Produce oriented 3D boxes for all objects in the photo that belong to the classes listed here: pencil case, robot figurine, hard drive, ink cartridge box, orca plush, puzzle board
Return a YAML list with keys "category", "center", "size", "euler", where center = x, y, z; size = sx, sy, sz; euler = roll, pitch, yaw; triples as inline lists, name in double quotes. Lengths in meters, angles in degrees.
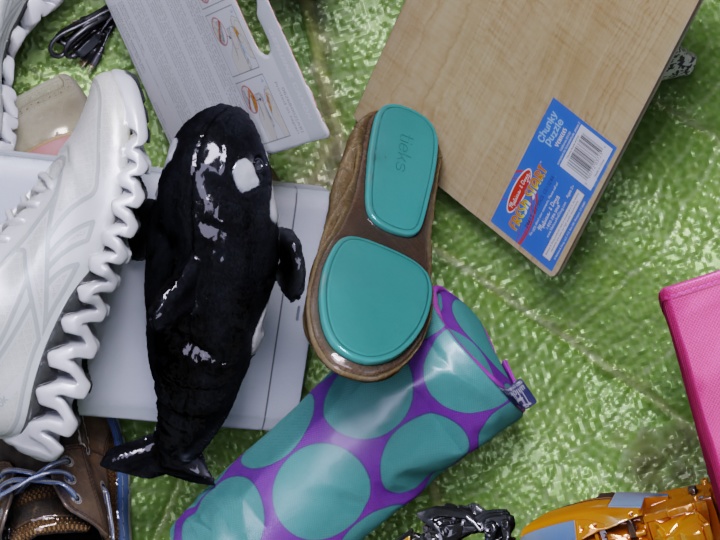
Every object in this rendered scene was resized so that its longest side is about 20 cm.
- category: "pencil case"
  center: [-0.004, 0.104, 1.465]
  size: [0.200, 0.085, 0.092]
  euler: [-42, 120, 5]
- category: "robot figurine"
  center: [0.099, 0.179, 1.430]
  size: [0.199, 0.058, 0.146]
  euler: [-17, 101, 16]
- category: "hard drive"
  center: [-0.122, 0.011, 1.466]
  size: [0.199, 0.027, 0.133]
  euler: [6, 99, -18]
- category: "ink cartridge box"
  center: [-0.072, -0.137, 1.433]
  size: [0.050, 0.200, 0.163]
  euler: [-27, 97, -25]
- category: "orca plush"
  center: [-0.097, 0.018, 1.403]
  size: [0.105, 0.071, 0.201]
  euler: [34, 115, 20]
- category: "puzzle board"
  center: [0.089, -0.119, 1.450]
  size: [0.151, 0.017, 0.201]
  euler: [39, 122, 23]

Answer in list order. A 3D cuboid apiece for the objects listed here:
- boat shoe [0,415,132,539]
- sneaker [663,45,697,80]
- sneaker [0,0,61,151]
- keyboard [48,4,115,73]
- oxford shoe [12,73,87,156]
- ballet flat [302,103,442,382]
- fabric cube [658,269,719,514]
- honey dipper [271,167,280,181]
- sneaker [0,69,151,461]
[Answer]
- category: "boat shoe"
  center: [-0.158, 0.126, 1.488]
  size: [0.072, 0.072, 0.201]
  euler: [-19, 86, 9]
- category: "sneaker"
  center: [0.138, -0.185, 1.480]
  size: [0.088, 0.077, 0.201]
  euler: [-5, 99, -10]
- category: "sneaker"
  center: [-0.214, -0.118, 1.483]
  size: [0.075, 0.081, 0.201]
  euler: [9, 69, 19]
- category: "keyboard"
  center: [-0.149, -0.194, 1.559]
  size: [0.200, 0.021, 0.127]
  euler: [-41, 78, 5]
- category: "oxford shoe"
  center: [-0.229, -0.040, 1.542]
  size: [0.199, 0.071, 0.074]
  euler: [-24, 59, 4]
- category: "ballet flat"
  center: [0.000, 0.000, 1.435]
  size: [0.068, 0.201, 0.072]
  euler: [22, 133, -14]
- category: "fabric cube"
  center: [0.268, 0.085, 1.360]
  size: [0.199, 0.196, 0.200]
  euler: [-16, 83, 8]
- category: "honey dipper"
  center: [-0.130, 0.003, 1.525]
  size: [0.199, 0.038, 0.038]
  euler: [-31, 79, 8]
- category: "sneaker"
  center: [-0.158, -0.007, 1.403]
  size: [0.081, 0.075, 0.201]
  euler: [17, 95, -11]
